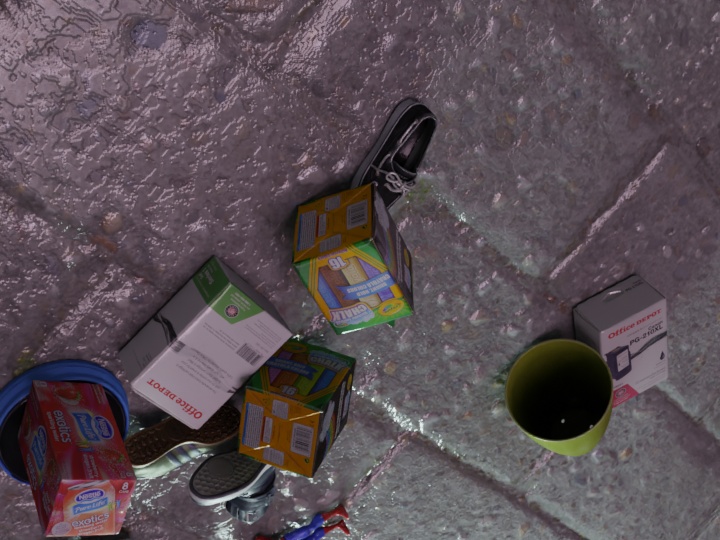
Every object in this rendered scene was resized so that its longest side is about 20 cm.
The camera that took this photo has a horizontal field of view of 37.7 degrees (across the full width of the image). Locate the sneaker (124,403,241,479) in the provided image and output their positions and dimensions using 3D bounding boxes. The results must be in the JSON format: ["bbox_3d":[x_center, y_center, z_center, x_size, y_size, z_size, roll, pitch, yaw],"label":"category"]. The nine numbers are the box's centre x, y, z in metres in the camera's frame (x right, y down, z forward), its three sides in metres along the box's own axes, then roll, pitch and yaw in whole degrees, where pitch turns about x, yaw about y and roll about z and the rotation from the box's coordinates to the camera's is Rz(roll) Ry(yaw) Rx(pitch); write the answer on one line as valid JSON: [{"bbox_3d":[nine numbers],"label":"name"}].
[{"bbox_3d":[-0.277,0.258,1.574,0.199,0.067,0.090,-16,158,-38],"label":"sneaker"}]

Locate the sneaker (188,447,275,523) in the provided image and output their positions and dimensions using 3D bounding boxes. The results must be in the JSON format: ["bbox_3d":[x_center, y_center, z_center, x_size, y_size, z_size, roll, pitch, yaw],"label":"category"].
[{"bbox_3d":[-0.195,0.339,1.610,0.202,0.077,0.147,-25,143,-52],"label":"sneaker"}]

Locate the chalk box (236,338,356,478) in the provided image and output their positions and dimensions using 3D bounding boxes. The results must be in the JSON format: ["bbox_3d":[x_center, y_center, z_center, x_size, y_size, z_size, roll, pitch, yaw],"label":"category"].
[{"bbox_3d":[-0.085,0.189,1.567,0.123,0.200,0.126,16,117,12],"label":"chalk box"}]

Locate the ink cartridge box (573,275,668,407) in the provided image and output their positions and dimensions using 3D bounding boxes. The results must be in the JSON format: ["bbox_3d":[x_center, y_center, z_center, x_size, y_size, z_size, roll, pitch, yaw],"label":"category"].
[{"bbox_3d":[0.469,0.131,1.893,0.144,0.084,0.201,-26,129,-14],"label":"ink cartridge box"}]

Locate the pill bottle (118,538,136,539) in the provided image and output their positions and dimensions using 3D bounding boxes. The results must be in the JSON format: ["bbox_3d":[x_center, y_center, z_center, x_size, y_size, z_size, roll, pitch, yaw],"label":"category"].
[{"bbox_3d":[-0.429,0.477,1.588,0.198,0.114,0.115,-4,121,-27],"label":"pill bottle"}]

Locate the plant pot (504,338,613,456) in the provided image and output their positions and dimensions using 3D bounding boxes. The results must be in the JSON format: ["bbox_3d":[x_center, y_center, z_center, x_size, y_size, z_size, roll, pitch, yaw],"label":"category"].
[{"bbox_3d":[0.366,0.248,1.869,0.187,0.187,0.200,-37,145,-3],"label":"plant pot"}]

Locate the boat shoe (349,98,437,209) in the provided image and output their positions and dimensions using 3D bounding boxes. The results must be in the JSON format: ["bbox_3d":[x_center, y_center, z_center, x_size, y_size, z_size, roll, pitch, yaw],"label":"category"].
[{"bbox_3d":[0.050,-0.140,1.491,0.073,0.068,0.200,21,108,-37],"label":"boat shoe"}]

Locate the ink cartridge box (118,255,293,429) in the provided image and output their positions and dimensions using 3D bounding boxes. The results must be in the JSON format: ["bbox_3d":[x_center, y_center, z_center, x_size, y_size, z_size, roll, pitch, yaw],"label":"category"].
[{"bbox_3d":[-0.219,0.104,1.486,0.200,0.084,0.146,-44,130,3],"label":"ink cartridge box"}]

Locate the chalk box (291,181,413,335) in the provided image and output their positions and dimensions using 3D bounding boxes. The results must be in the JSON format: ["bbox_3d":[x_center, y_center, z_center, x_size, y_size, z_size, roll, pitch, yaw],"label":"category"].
[{"bbox_3d":[0.000,0.000,1.494,0.123,0.125,0.201,-16,131,15],"label":"chalk box"}]

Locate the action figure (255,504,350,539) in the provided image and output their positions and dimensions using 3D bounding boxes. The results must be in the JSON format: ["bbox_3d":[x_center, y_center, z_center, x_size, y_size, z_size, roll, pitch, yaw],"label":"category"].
[{"bbox_3d":[-0.104,0.475,1.787,0.198,0.099,0.066,-16,125,-17],"label":"action figure"}]

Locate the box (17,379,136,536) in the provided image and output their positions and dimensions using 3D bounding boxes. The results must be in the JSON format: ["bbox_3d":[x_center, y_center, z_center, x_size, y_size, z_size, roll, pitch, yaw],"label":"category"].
[{"bbox_3d":[-0.369,0.238,1.360,0.099,0.200,0.096,8,118,-32],"label":"box"}]

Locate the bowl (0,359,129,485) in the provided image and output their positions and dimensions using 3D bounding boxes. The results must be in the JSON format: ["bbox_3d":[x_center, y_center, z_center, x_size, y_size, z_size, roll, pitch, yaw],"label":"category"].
[{"bbox_3d":[-0.420,0.220,1.477,0.199,0.039,0.202,-14,126,-21],"label":"bowl"}]
